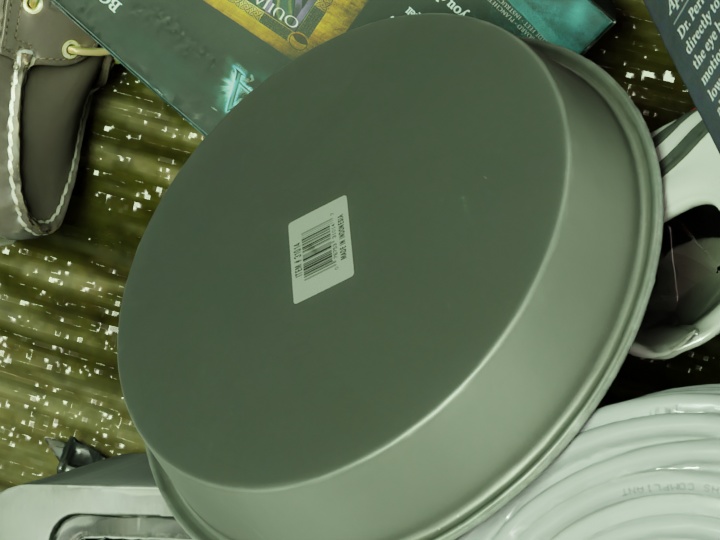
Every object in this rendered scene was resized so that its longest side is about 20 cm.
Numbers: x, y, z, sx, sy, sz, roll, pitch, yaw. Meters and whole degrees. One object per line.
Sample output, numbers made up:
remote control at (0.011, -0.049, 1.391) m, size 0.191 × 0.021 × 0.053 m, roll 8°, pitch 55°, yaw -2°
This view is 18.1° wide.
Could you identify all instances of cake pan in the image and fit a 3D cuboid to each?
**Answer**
cake pan at (0.000, 0.000, 0.719) m, size 0.200 × 0.037 × 0.201 m, roll -22°, pitch 48°, yaw 27°

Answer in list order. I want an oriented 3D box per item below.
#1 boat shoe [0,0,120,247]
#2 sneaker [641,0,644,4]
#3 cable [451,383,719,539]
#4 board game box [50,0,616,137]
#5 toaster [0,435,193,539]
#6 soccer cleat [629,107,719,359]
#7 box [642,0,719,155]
boat shoe at (-0.114, -0.108, 0.849) m, size 0.059 × 0.072 × 0.201 m, roll 3°, pitch 85°, yaw 20°
sneaker at (0.159, -0.103, 0.749) m, size 0.090 × 0.075 × 0.200 m, roll -42°, pitch 63°, yaw -7°
cable at (0.104, 0.134, 0.664) m, size 0.200 × 0.069 × 0.201 m, roll -35°, pitch 72°, yaw 22°
board game box at (-0.028, -0.110, 0.796) m, size 0.200 × 0.028 × 0.135 m, roll 42°, pitch 110°, yaw -12°
toaster at (-0.043, 0.154, 0.800) m, size 0.199 × 0.119 × 0.182 m, roll 0°, pitch 89°, yaw 17°
soccer cleat at (0.085, -0.004, 0.741) m, size 0.069 × 0.085 × 0.200 m, roll 40°, pitch 146°, yaw -18°
box at (0.159, -0.116, 0.653) m, size 0.104 × 0.147 × 0.201 m, roll 117°, pitch 140°, yaw -49°
